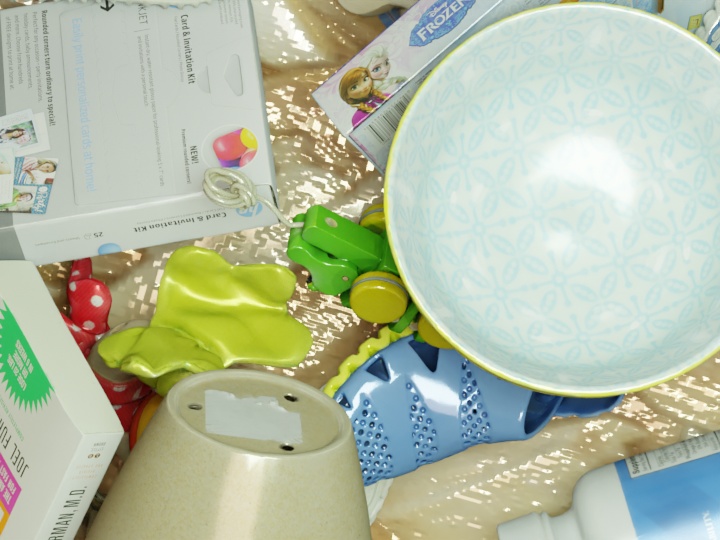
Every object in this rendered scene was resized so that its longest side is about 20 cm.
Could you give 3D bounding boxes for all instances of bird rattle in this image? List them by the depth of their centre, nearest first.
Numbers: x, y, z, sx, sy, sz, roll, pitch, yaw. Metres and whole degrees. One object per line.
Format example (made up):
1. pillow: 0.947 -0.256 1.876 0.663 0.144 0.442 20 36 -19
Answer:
1. bird rattle: -0.112 0.073 1.610 0.113 0.200 0.163 -38 104 -40

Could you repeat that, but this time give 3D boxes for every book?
1. book: -0.194 0.113 1.596 0.048 0.134 0.200 0 131 -36

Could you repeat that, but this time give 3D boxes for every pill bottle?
1. pill bottle: 0.181 0.150 1.635 0.200 0.112 0.112 -18 92 3

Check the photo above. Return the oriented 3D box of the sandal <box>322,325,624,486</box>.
1. sandal: 0.067 0.063 1.616 0.200 0.087 0.080 -28 132 -12

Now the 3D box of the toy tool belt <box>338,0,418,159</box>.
1. toy tool belt: 0.055 -0.156 1.634 0.200 0.125 0.123 -39 52 0

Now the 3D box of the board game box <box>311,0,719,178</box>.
1. board game box: 0.100 -0.099 1.592 0.200 0.200 0.041 -40 51 3

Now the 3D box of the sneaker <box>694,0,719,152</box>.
1. sneaker: 0.182 -0.059 1.579 0.078 0.089 0.200 23 110 -26

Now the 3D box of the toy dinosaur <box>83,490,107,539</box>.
1. toy dinosaur: -0.149 0.215 1.660 0.058 0.101 0.200 -4 90 39

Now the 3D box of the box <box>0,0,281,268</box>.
1. box: -0.150 -0.080 1.626 0.200 0.041 0.156 -11 54 3

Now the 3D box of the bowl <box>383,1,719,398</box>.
1. bowl: 0.108 -0.027 1.521 0.200 0.108 0.201 1 80 -3

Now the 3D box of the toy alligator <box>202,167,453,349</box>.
1. toy alligator: 0.000 0.000 1.567 0.200 0.059 0.054 21 138 -15

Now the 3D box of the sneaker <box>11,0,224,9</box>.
1. sneaker: -0.134 -0.198 1.620 0.200 0.100 0.070 -3 53 3

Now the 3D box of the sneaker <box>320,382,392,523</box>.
1. sneaker: -0.043 0.149 1.658 0.075 0.081 0.200 33 92 2

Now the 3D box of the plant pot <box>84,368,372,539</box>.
1. plant pot: -0.067 0.159 1.497 0.187 0.187 0.200 12 114 1
